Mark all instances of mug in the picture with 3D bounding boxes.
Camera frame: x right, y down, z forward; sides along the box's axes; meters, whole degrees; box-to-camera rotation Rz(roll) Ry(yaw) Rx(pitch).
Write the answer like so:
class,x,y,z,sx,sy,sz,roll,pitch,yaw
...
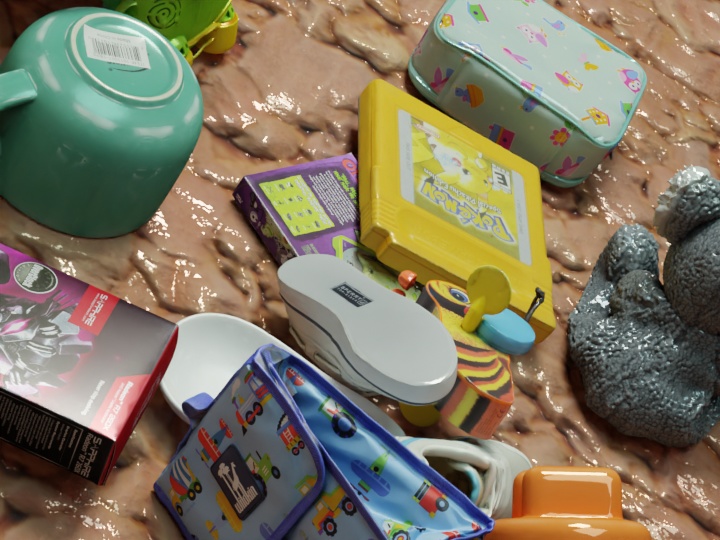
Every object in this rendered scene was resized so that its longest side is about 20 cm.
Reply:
class,x,y,z,sx,sy,sz,roll,pitch,yaw
mug,-0.198,-0.110,1.580,0.152,0.114,0.185,38,39,2

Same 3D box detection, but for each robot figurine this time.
class,x,y,z,sx,sy,sz,roll,pitch,yaw
robot figurine,0.135,0.230,1.444,0.117,0.144,0.200,9,78,-43

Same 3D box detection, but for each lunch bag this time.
class,x,y,z,sx,sy,sz,roll,pitch,yaw
lunch bag,-0.039,0.150,1.409,0.200,0.151,0.094,46,41,12
lunch bag,0.150,-0.170,1.919,0.200,0.077,0.160,34,38,-3

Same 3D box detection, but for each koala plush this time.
class,x,y,z,sx,sy,sz,roll,pitch,yaw
koala plush,0.271,0.023,1.718,0.177,0.200,0.184,40,40,4

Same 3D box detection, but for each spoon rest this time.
class,x,y,z,sx,sy,sz,roll,pitch,yaw
spoon rest,-0.050,0.094,1.525,0.200,0.061,0.099,27,47,-12

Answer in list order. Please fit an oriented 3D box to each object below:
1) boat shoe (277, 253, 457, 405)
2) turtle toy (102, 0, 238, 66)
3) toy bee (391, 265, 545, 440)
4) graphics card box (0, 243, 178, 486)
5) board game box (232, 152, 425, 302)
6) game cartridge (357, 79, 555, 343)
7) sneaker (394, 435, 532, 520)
class,x,y,z,sx,sy,sz,roll,pitch,yaw
boat shoe,0.003,0.055,1.547,0.072,0.066,0.200,-22,34,-29
turtle toy,-0.146,-0.244,1.748,0.101,0.146,0.200,22,36,17
toy bee,0.064,0.052,1.595,0.109,0.131,0.200,28,3,-2
graphics card box,-0.231,0.047,1.433,0.200,0.051,0.126,24,41,1
board game box,0.000,0.000,1.683,0.120,0.032,0.200,-17,63,-39
game cartridge,0.077,-0.050,1.756,0.176,0.032,0.200,27,34,-23
sneaker,0.065,0.152,1.505,0.200,0.081,0.077,4,88,-51
